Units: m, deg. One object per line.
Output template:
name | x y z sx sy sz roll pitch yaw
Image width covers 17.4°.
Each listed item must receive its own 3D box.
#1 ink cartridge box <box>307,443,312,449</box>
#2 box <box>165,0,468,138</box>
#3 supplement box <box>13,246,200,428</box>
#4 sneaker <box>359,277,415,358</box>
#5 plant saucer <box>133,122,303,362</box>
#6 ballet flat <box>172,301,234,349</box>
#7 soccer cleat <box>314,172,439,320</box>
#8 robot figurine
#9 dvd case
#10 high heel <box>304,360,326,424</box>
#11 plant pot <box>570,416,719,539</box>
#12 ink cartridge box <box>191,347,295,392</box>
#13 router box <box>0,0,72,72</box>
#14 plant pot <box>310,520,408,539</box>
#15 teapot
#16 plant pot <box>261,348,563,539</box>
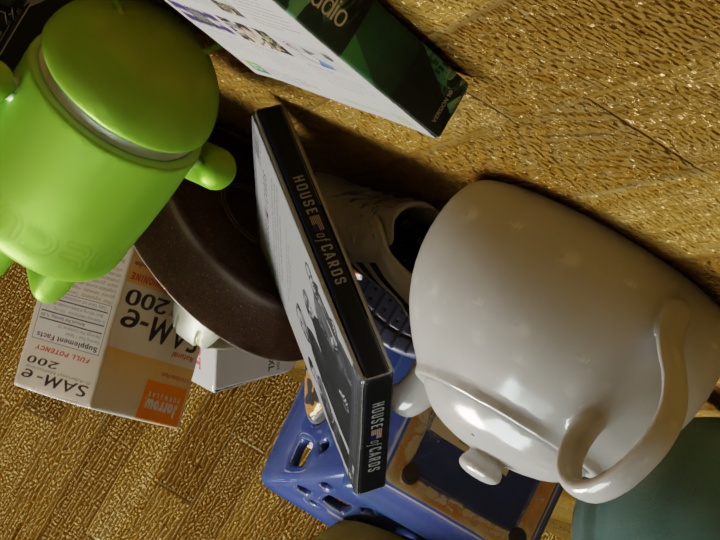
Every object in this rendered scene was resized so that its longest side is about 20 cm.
ink cartridge box | 0.057 0.143 2.188 0.199 0.147 0.084 33 174 -17
box | -0.057 -0.137 1.088 0.144 0.037 0.200 24 172 45
supplement box | -0.162 0.004 1.695 0.073 0.201 0.126 14 177 28
sneaker | 0.000 0.000 1.710 0.200 0.074 0.082 36 178 27
plant saucer | -0.082 -0.030 1.596 0.200 0.034 0.201 36 -150 -25
ballet flat | -0.097 0.023 1.684 0.068 0.073 0.200 38 -177 14
soccer cleat | 0.018 -0.022 1.516 0.200 0.068 0.086 42 149 38
robot figurine | -0.159 -0.075 1.372 0.175 0.200 0.116 20 -146 -29
dvd case | -0.025 0.019 1.460 0.151 0.025 0.201 93 159 -59
high heel | -0.034 0.042 1.832 0.071 0.143 0.200 32 173 -23
plant pot | 0.257 0.186 1.558 0.200 0.201 0.134 34 146 -29
ink cartridge box | -0.141 -0.009 1.857 0.083 0.146 0.199 -15 -154 -38
router box | -0.260 -0.126 1.515 0.199 0.158 0.052 26 173 33
plant pot | -0.002 0.284 1.870 0.199 0.143 0.200 21 161 8
teapot | 0.103 0.053 1.317 0.197 0.147 0.200 28 172 17
plant pot | 0.065 0.133 1.898 0.199 0.201 0.180 32 166 -19
